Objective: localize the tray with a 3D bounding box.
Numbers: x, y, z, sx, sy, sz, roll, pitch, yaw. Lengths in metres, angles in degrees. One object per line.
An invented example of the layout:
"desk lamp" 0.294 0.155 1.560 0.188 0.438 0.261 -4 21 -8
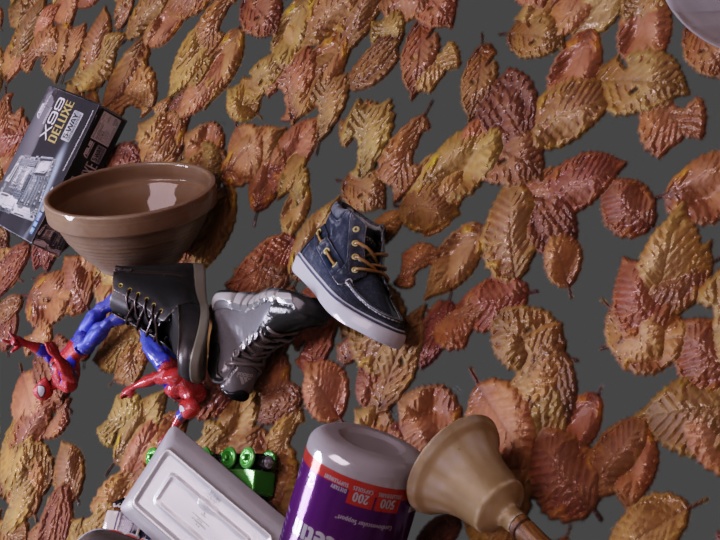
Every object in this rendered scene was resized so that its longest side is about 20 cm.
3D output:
"tray" -0.155 0.252 1.749 0.200 0.022 0.108 35 94 29

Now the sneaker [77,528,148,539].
"sneaker" -0.215 0.320 1.727 0.199 0.082 0.077 33 88 22

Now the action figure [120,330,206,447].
"action figure" -0.234 0.122 1.939 0.099 0.065 0.200 -49 39 5

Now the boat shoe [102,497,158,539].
"boat shoe" -0.226 0.337 1.800 0.092 0.075 0.201 -1 78 30

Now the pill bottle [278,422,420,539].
"pill bottle" -0.017 0.245 1.565 0.112 0.112 0.201 30 108 52

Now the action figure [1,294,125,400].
"action figure" -0.343 0.070 2.057 0.200 0.099 0.065 -52 38 15

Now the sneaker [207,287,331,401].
"sneaker" -0.100 0.082 1.817 0.200 0.075 0.116 -4 70 58

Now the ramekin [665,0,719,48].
"ramekin" 0.348 -0.273 1.430 0.202 0.202 0.095 -21 41 39

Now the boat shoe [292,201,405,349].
"boat shoe" 0.000 0.000 1.742 0.091 0.071 0.200 -60 36 9

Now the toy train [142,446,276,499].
"toy train" -0.161 0.214 1.824 0.199 0.042 0.057 -7 74 46

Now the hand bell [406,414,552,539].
"hand bell" 0.140 0.219 1.467 0.200 0.104 0.104 39 99 38

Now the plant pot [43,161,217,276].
"plant pot" -0.261 -0.053 2.017 0.200 0.200 0.093 25 127 51

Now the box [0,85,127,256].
"box" -0.401 -0.134 2.288 0.157 0.050 0.201 25 87 52

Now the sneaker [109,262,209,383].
"sneaker" -0.220 0.058 1.894 0.200 0.106 0.075 -105 19 -61
